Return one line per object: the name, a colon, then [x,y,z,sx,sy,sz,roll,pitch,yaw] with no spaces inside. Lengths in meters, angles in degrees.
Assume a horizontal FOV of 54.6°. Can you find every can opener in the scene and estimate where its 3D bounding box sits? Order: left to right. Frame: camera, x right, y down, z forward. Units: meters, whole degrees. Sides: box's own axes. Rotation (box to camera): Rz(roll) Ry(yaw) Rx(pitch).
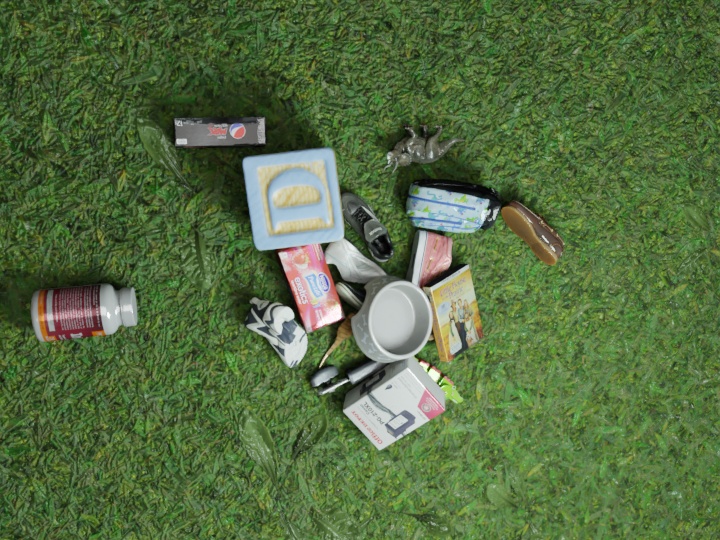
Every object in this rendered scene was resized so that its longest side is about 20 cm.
can opener: [-0.023,0.238,1.676,0.200,0.053,0.067,-27,93,-12]

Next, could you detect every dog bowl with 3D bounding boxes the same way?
dog bowl: [0.078,0.111,1.576,0.200,0.059,0.200,1,88,-31]

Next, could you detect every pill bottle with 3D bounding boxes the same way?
pill bottle: [-0.588,0.087,1.496,0.200,0.113,0.113,-6,98,-12]

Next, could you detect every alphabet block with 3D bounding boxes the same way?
alphabet block: [-0.138,-0.159,1.511,0.195,0.200,0.197,-6,99,-2]

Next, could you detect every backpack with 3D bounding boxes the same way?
backpack: [0.207,-0.153,1.635,0.200,0.163,0.154,21,106,-8]

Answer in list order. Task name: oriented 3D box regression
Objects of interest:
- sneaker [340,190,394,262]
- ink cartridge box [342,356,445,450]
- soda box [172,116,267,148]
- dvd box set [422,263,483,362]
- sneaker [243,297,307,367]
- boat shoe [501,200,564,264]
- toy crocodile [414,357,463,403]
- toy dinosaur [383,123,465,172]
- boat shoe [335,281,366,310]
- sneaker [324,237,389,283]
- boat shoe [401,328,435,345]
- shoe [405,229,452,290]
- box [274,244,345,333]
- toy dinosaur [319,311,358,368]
sneaker: [0.020,-0.103,1.626,0.066,0.090,0.200,-37,103,-7]
ink cartridge box: [0.079,0.312,1.656,0.200,0.084,0.145,-36,104,19]
soda box: [-0.308,-0.303,1.535,0.200,0.071,0.063,-3,96,-13]
dvd box set: [0.228,0.101,1.687,0.146,0.029,0.200,-28,112,-37]
sneaker: [-0.204,0.134,1.616,0.080,0.129,0.199,-49,144,-21]
boat shoe: [0.430,-0.105,1.731,0.200,0.070,0.070,46,68,-18]
toy crocodile: [0.176,0.261,1.717,0.200,0.068,0.062,38,88,-14]
toy dinosaur: [0.144,-0.293,1.652,0.200,0.077,0.102,-5,110,-17]
boat shoe: [0.020,0.071,1.642,0.200,0.075,0.062,34,83,-34]
sneaker: [0.000,0.000,1.651,0.200,0.070,0.080,38,93,-7]
boat shoe: [0.119,0.150,1.679,0.200,0.070,0.070,-19,92,-32]
shoe: [0.163,0.006,1.682,0.091,0.071,0.200,11,91,-11]
box: [-0.118,0.030,1.607,0.100,0.095,0.200,-20,101,-11]
toy dinosaur: [-0.034,0.144,1.651,0.106,0.200,0.060,-11,56,-35]
